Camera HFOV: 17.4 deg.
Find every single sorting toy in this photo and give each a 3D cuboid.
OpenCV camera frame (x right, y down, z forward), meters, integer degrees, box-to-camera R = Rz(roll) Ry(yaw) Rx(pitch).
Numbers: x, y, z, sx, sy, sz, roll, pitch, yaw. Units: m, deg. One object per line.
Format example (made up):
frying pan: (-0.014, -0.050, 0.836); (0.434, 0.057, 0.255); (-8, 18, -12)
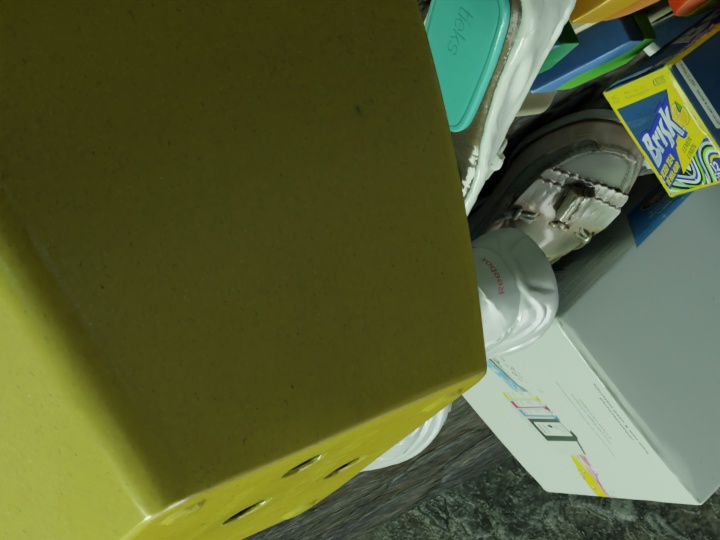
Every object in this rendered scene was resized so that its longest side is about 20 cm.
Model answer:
sorting toy: (0.115, -0.120, 1.058); (0.200, 0.037, 0.185); (-35, 167, 31)

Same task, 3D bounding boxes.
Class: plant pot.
plant pot: (-0.077, 0.002, 0.765); (0.200, 0.177, 0.200); (-20, 166, -36)

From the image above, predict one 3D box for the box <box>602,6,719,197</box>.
box: (0.216, -0.118, 1.124); (0.200, 0.064, 0.070); (-37, -173, -21)

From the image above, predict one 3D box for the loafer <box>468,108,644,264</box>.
loafer: (0.100, -0.023, 1.348); (0.072, 0.063, 0.200); (21, 149, -20)

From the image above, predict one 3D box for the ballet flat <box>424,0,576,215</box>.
ballet flat: (0.043, -0.068, 0.985); (0.069, 0.070, 0.200); (-21, 154, -34)

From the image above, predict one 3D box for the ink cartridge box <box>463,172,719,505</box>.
ink cartridge box: (0.162, 0.041, 1.430); (0.147, 0.145, 0.200); (-43, -167, -18)

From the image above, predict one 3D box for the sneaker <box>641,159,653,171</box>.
sneaker: (0.247, -0.117, 1.325); (0.200, 0.070, 0.100); (-24, 167, -24)

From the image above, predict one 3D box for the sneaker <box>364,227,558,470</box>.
sneaker: (0.012, 0.046, 1.257); (0.099, 0.078, 0.200); (-9, 150, -43)

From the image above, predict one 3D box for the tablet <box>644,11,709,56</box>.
tablet: (0.258, -0.126, 1.195); (0.200, 0.130, 0.014); (-26, 135, -12)
